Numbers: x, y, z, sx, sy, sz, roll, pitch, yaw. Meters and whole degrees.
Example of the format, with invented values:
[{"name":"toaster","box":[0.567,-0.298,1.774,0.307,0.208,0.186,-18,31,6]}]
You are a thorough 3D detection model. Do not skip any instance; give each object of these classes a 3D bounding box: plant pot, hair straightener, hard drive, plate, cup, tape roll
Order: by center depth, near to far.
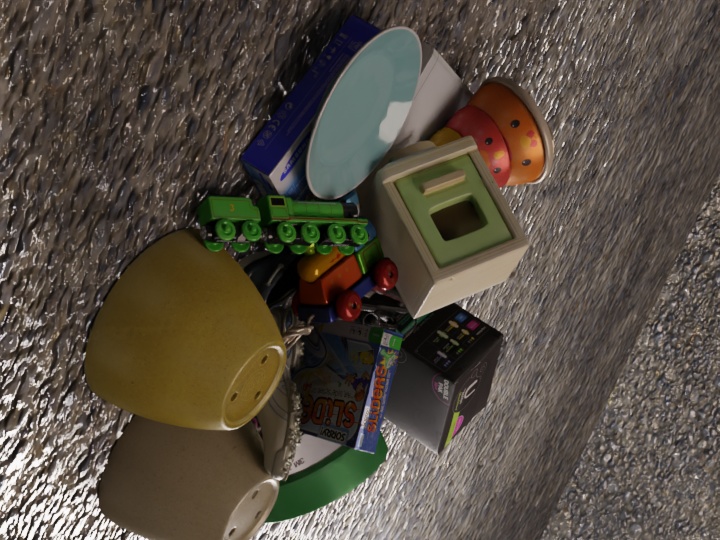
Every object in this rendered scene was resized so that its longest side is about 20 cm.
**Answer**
[{"name":"plant pot","box":[-0.159,0.081,1.358,0.200,0.141,0.201,-45,154,-29]},{"name":"plate","box":[-0.002,-0.169,1.414,0.200,0.025,0.201,-47,156,-28]},{"name":"cup","box":[-0.176,0.236,1.521,0.200,0.142,0.202,-46,155,-29]},{"name":"hair straightener","box":[0.012,0.048,1.643,0.199,0.041,0.078,19,103,-56]},{"name":"hard drive","box":[0.079,-0.190,1.669,0.133,0.027,0.200,-59,158,1]},{"name":"tape roll","box":[-0.062,0.252,1.737,0.200,0.199,0.049,-37,105,-42]}]

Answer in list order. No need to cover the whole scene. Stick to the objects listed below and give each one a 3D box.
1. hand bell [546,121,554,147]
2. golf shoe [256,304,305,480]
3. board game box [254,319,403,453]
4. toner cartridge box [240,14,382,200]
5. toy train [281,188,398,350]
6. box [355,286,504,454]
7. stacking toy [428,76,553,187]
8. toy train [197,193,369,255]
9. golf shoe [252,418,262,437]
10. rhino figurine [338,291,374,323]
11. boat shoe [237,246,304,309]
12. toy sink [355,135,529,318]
[{"name":"hand bell","box":[0.163,-0.152,1.853,0.198,0.104,0.105,-24,142,-33]},{"name":"golf shoe","box":[-0.110,0.138,1.511,0.079,0.096,0.203,93,-3,-65]},{"name":"board game box","box":[-0.042,0.124,1.552,0.034,0.199,0.137,18,83,-40]},{"name":"toner cartridge box","box":[-0.041,-0.164,1.426,0.201,0.043,0.095,-54,156,-12]},{"name":"toy train","box":[-0.051,0.002,1.447,0.200,0.084,0.117,-38,118,-41]},{"name":"box","box":[0.071,0.117,1.813,0.124,0.199,0.150,-39,151,-39]},{"name":"stacking toy","box":[0.129,-0.138,1.677,0.199,0.146,0.147,-31,148,-20]},{"name":"toy train","box":[-0.077,-0.049,1.382,0.198,0.057,0.042,1,158,-34]},{"name":"golf shoe","box":[-0.138,0.206,1.673,0.201,0.072,0.092,-58,-165,-3]},{"name":"rhino figurine","box":[0.000,0.000,1.673,0.202,0.059,0.088,-63,160,-16]},{"name":"boat shoe","box":[-0.074,-0.004,1.533,0.199,0.061,0.076,-28,137,-54]},{"name":"toy sink","box":[0.082,-0.072,1.535,0.129,0.202,0.112,-20,161,-20]}]
